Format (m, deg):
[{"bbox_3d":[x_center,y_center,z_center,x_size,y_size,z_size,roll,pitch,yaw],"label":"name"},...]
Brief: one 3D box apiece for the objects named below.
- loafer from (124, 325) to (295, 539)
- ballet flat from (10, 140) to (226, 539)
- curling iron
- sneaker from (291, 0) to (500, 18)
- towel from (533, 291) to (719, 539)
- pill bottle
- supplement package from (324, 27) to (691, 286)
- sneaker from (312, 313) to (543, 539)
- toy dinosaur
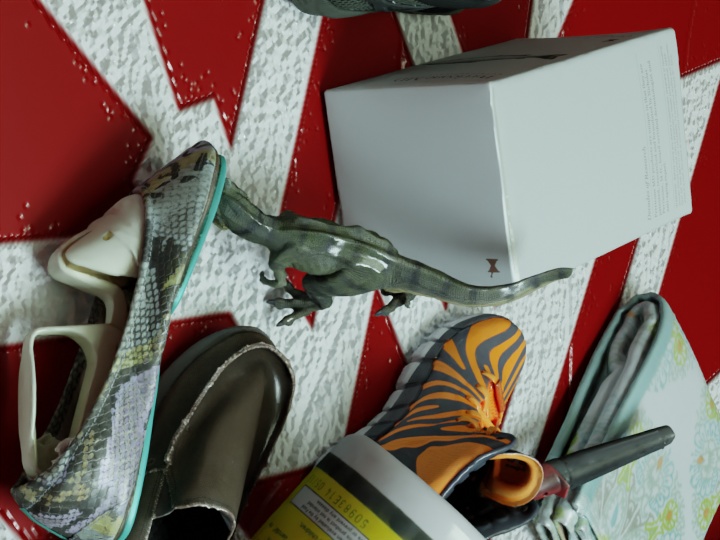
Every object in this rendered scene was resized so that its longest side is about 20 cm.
[{"bbox_3d":[-0.078,0.114,0.810,0.073,0.071,0.200,54,53,-38],"label":"loafer"},{"bbox_3d":[-0.115,0.023,0.768,0.072,0.072,0.201,33,63,-46],"label":"ballet flat"},{"bbox_3d":[0.119,0.128,1.039,0.200,0.050,0.026,-11,79,-33],"label":"curling iron"},{"bbox_3d":[0.058,-0.178,0.932,0.199,0.114,0.077,-17,107,-51],"label":"sneaker"},{"bbox_3d":[0.191,0.142,1.165,0.200,0.048,0.171,-57,134,-32],"label":"towel"},{"bbox_3d":[-0.029,0.186,0.807,0.200,0.112,0.112,-47,130,-9],"label":"pill bottle"},{"bbox_3d":[0.091,-0.067,0.973,0.200,0.117,0.118,-23,110,-49],"label":"supplement package"},{"bbox_3d":[0.066,0.097,0.954,0.200,0.112,0.078,-47,126,-39],"label":"sneaker"},{"bbox_3d":[0.000,0.000,0.867,0.199,0.088,0.048,13,66,-8],"label":"toy dinosaur"}]
